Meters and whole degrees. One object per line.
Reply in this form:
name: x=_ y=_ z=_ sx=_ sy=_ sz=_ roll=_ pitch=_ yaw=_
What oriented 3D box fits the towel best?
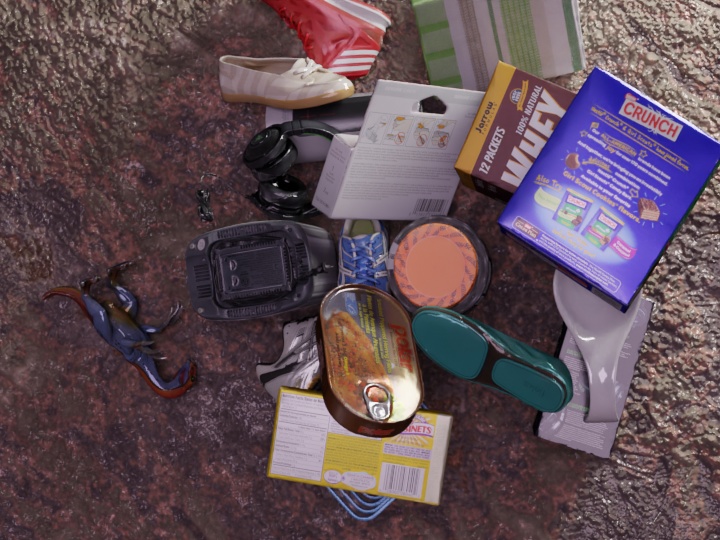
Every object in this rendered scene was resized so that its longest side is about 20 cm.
towel: x=0.171 y=-0.294 z=1.660 sx=0.197 sy=0.031 sz=0.151 roll=-10 pitch=128 yaw=8

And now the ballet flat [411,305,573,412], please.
ballet flat: x=0.149 y=0.097 z=1.514 sx=0.198 sy=0.070 sz=0.068 roll=27 pitch=110 yaw=13

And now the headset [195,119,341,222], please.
headset: x=-0.104 y=-0.108 z=1.644 sx=0.197 sy=0.094 sz=0.125 roll=-13 pitch=123 yaw=-1

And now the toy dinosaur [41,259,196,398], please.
toy dinosaur: x=-0.291 y=0.083 z=1.744 sx=0.198 sy=0.105 sz=0.184 roll=-12 pitch=101 yaw=44

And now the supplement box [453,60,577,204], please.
supplement box: x=0.230 y=-0.132 z=1.600 sx=0.198 sy=0.197 sz=0.134 roll=24 pitch=91 yaw=8

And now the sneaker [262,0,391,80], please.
sneaker: x=-0.070 y=-0.302 z=1.705 sx=0.198 sy=0.078 sz=0.117 roll=20 pitch=90 yaw=9

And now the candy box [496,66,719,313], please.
candy box: x=0.269 y=-0.086 z=1.451 sx=0.168 sy=0.077 sz=0.201 roll=34 pitch=89 yaw=11

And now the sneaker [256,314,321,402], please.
sneaker: x=-0.054 y=0.079 z=1.694 sx=0.087 sy=0.076 sz=0.201 roll=40 pitch=90 yaw=13

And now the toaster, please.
toaster: x=-0.110 y=-0.002 z=1.665 sx=0.197 sy=0.129 sz=0.115 roll=-10 pitch=88 yaw=20

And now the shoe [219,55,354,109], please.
shoe: x=-0.097 y=-0.237 z=1.679 sx=0.198 sy=0.070 sz=0.054 roll=7 pitch=118 yaw=31

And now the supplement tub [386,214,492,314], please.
supplement tub: x=0.096 y=-0.002 z=1.613 sx=0.121 sy=0.200 sz=0.125 roll=0 pitch=88 yaw=8

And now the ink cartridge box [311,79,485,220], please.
ink cartridge box: x=0.050 y=-0.145 z=1.608 sx=0.043 sy=0.198 sz=0.176 roll=37 pitch=117 yaw=40

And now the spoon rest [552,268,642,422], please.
spoon rest: x=0.264 y=0.068 z=1.485 sx=0.098 sy=0.061 sz=0.203 roll=-3 pitch=88 yaw=6

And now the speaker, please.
speaker: x=-0.019 y=-0.180 z=1.694 sx=0.197 sy=0.081 sz=0.083 roll=-4 pitch=88 yaw=8

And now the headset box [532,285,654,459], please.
headset box: x=0.275 y=0.106 z=1.599 sx=0.092 sy=0.174 sz=0.203 roll=17 pitch=91 yaw=7

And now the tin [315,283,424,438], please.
tin: x=0.009 y=0.100 z=1.502 sx=0.110 sy=0.042 sz=0.202 roll=4 pitch=45 yaw=-12

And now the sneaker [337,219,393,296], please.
sneaker: x=0.000 y=0.000 z=1.640 sx=0.075 sy=0.077 sz=0.202 roll=-10 pitch=52 yaw=6

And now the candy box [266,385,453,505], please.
candy box: x=-0.001 y=0.195 z=1.510 sx=0.197 sy=0.026 sz=0.104 roll=9 pitch=91 yaw=2

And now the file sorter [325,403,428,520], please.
file sorter: x=0.017 y=0.203 z=1.620 sx=0.139 sy=0.200 sz=0.123 roll=-44 pitch=86 yaw=4
